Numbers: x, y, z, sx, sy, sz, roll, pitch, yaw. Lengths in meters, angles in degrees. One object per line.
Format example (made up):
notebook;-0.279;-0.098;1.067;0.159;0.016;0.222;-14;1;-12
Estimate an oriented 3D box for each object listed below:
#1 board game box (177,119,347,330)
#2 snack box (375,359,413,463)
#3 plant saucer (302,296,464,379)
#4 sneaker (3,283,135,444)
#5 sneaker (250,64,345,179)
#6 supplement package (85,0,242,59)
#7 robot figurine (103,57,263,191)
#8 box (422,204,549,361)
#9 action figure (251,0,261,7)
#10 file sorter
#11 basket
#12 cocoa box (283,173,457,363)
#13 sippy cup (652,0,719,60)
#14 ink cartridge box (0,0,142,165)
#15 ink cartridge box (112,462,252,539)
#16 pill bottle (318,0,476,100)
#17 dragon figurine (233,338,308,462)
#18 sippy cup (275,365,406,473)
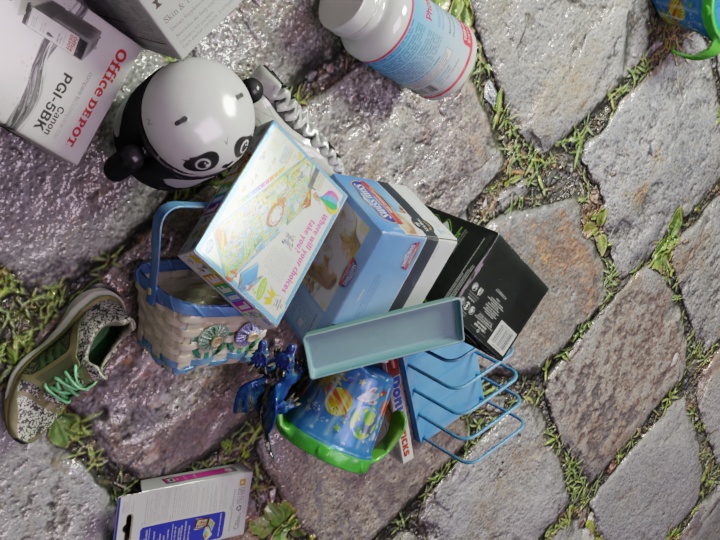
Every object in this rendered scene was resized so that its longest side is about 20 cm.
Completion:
board game box;-0.106;-0.053;1.223;0.134;0.034;0.201;45;55;-26
snack box;0.033;0.178;1.536;0.024;0.072;0.201;-26;122;-28
plant saucer;0.029;0.080;1.318;0.199;0.019;0.070;-14;126;-8
sneaker;-0.322;0.110;1.200;0.077;0.088;0.201;39;80;-42
sneaker;-0.089;-0.159;1.315;0.081;0.075;0.200;-41;130;1
supplement package;-0.218;-0.344;1.071;0.152;0.150;0.200;-48;130;-14
robot figurine;-0.187;-0.149;1.134;0.124;0.200;0.151;22;76;-24
box;0.122;0.009;1.459;0.125;0.200;0.148;-55;132;-7
action figure;-0.103;-0.397;1.204;0.134;0.149;0.200;-32;147;-2
file sorter;0.155;0.165;1.601;0.138;0.122;0.201;-29;124;-28
basket;-0.171;0.011;1.253;0.176;0.139;0.201;-8;114;-41
cocoa box;0.000;0.000;1.363;0.131;0.133;0.201;6;123;-40
sippy cup;0.538;-0.432;1.689;0.178;0.130;0.140;-49;130;-15
ink cartridge box;-0.339;-0.216;1.064;0.200;0.083;0.147;31;85;-42
ink cartridge box;-0.233;0.311;1.388;0.199;0.037;0.095;-3;109;-42
pill bottle;0.046;-0.297;1.341;0.200;0.109;0.109;21;92;-43
dragon figurine;-0.115;0.156;1.310;0.099;0.059;0.201;-35;149;-60
sippy cup;-0.024;0.180;1.433;0.131;0.139;0.178;-64;156;2
